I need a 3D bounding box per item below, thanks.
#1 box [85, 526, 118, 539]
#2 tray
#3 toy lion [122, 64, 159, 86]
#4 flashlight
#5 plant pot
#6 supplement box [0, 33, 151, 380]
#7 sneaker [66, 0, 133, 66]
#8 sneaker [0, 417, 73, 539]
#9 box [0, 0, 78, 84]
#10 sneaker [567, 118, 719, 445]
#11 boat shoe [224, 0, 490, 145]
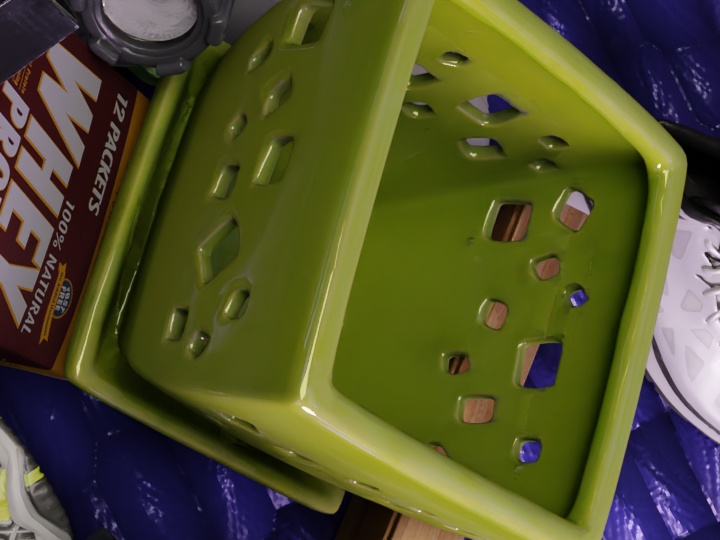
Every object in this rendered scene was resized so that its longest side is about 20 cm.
[{"bbox_3d":[-0.065,0.247,0.824,0.124,0.196,0.200,-40,128,-18],"label":"box"},{"bbox_3d":[0.043,0.063,0.967,0.037,0.099,0.200,25,77,-11],"label":"tray"},{"bbox_3d":[-0.120,-0.173,0.979,0.200,0.069,0.192,-27,98,-17],"label":"toy lion"},{"bbox_3d":[-0.077,-0.171,0.873,0.068,0.068,0.200,10,46,-4],"label":"flashlight"},{"bbox_3d":[0.000,0.000,0.851,0.200,0.181,0.200,32,66,-40],"label":"plant pot"},{"bbox_3d":[-0.225,-0.056,0.821,0.197,0.200,0.133,11,78,20],"label":"supplement box"},{"bbox_3d":[-0.136,-0.129,0.889,0.199,0.115,0.075,4,99,-19],"label":"sneaker"},{"bbox_3d":[-0.170,0.136,0.911,0.076,0.075,0.200,-30,90,-19],"label":"sneaker"},{"bbox_3d":[-0.226,-0.110,0.703,0.193,0.048,0.200,-35,67,8],"label":"box"},{"bbox_3d":[0.183,0.012,1.004,0.076,0.115,0.201,-36,93,-17],"label":"sneaker"},{"bbox_3d":[-0.001,-0.110,0.963,0.200,0.072,0.066,29,59,-39],"label":"boat shoe"}]
